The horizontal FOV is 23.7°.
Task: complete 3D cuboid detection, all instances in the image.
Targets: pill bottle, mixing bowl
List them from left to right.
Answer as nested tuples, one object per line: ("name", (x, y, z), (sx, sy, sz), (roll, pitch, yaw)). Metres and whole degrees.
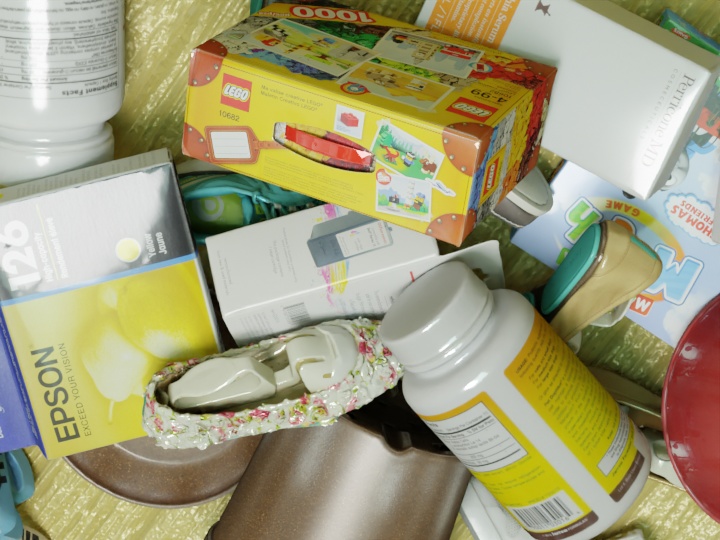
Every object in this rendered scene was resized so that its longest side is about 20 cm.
("pill bottle", (-0.225, -0.166, 1.226), (0.113, 0.113, 0.201), (5, 111, 6))
("pill bottle", (0.104, 0.090, 1.188), (0.109, 0.109, 0.200), (-35, 111, 18))
("mixing bowl", (0.324, 0.100, 1.210), (0.199, 0.108, 0.201), (0, 90, -10))

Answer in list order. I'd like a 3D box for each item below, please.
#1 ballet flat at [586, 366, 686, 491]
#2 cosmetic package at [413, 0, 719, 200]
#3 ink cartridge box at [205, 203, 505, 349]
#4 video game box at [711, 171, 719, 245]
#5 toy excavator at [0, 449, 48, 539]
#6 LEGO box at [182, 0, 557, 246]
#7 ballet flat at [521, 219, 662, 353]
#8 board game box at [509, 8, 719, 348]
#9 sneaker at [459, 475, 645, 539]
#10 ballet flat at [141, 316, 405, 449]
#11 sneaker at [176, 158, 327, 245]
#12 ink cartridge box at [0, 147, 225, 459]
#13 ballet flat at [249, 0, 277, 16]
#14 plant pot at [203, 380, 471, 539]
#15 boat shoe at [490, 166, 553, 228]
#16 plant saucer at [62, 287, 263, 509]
("ballet flat", (0.208, 0.123, 1.290), (0.199, 0.063, 0.069), (17, 113, 2))
("cosmetic package", (0.137, -0.141, 1.183), (0.199, 0.071, 0.102), (29, 110, 12))
("ink cartridge box", (0.000, 0.000, 1.240), (0.199, 0.117, 0.068), (-15, 65, 1))
("video game box", (0.345, -0.106, 1.176), (0.181, 0.047, 0.201), (6, 97, 1))
("toy excavator", (-0.293, 0.200, 1.381), (0.100, 0.200, 0.195), (-29, 59, 17))
("LEGO box", (0.007, -0.104, 1.123), (0.199, 0.149, 0.078), (19, 120, 18))
("ballet flat", (0.148, 0.037, 1.248), (0.063, 0.069, 0.200), (22, 142, -16))
("board game box", (0.225, -0.063, 1.243), (0.151, 0.037, 0.200), (32, 112, -5))
("sneaker", (0.162, 0.221, 1.345), (0.115, 0.074, 0.200), (-35, 93, -1))
("ballet flat", (-0.060, 0.076, 1.197), (0.199, 0.076, 0.064), (-19, 150, -2))
("sneaker", (-0.059, -0.044, 1.265), (0.199, 0.080, 0.078), (-6, 109, 7))
("ink cartridge box", (-0.206, 0.032, 1.227), (0.199, 0.047, 0.199), (-15, 110, -4))
("ballet flat", (-0.038, -0.261, 1.195), (0.074, 0.074, 0.201), (8, 114, 5))
("plant pot", (-0.013, 0.188, 1.293), (0.199, 0.200, 0.199), (23, 103, -1))
("boat shoe", (0.049, -0.094, 1.237), (0.200, 0.072, 0.060), (39, 119, 0))
("plant saucer", (-0.157, 0.090, 1.351), (0.199, 0.037, 0.201), (2, 111, 6))
